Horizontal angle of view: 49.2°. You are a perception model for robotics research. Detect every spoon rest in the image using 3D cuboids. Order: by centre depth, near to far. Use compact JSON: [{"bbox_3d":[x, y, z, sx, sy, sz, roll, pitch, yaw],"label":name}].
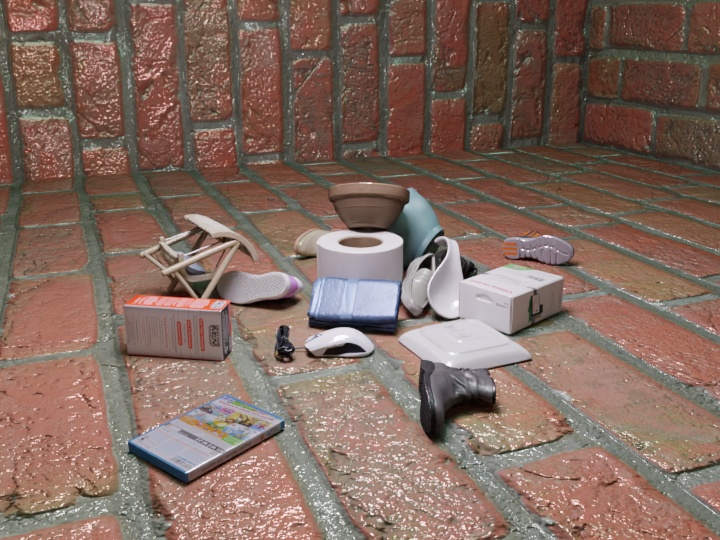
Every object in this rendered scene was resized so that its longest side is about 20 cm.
[{"bbox_3d":[0.189,0.011,1.724,0.097,0.205,0.061,16,-33,-21],"label":"spoon rest"}]

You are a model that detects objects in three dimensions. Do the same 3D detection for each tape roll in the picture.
[{"bbox_3d":[0.000,0.000,1.784,0.196,0.143,0.203,-1,17,0],"label":"tape roll"}]

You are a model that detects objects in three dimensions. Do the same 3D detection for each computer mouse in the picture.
[{"bbox_3d":[-0.070,0.134,1.522,0.194,0.045,0.110,-1,16,-2],"label":"computer mouse"}]

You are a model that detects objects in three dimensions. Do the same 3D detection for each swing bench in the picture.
[{"bbox_3d":[-0.365,-0.035,1.779,0.200,0.131,0.198,-43,31,-15],"label":"swing bench"}]

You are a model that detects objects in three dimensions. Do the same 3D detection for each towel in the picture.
[{"bbox_3d":[-0.010,0.069,1.649,0.194,0.049,0.114,2,56,16],"label":"towel"}]

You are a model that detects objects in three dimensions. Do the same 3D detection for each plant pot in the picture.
[{"bbox_3d":[0.020,-0.144,1.867,0.195,0.096,0.201,1,-5,0],"label":"plant pot"},{"bbox_3d":[0.133,-0.091,2.031,0.133,0.204,0.199,34,29,17],"label":"plant pot"}]

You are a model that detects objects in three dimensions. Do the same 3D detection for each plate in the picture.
[{"bbox_3d":[0.199,0.139,1.526,0.195,0.033,0.199,-9,19,-23],"label":"plate"}]

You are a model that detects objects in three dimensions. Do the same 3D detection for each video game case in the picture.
[{"bbox_3d":[-0.232,0.250,1.200,0.141,0.018,0.198,13,22,37],"label":"video game case"}]

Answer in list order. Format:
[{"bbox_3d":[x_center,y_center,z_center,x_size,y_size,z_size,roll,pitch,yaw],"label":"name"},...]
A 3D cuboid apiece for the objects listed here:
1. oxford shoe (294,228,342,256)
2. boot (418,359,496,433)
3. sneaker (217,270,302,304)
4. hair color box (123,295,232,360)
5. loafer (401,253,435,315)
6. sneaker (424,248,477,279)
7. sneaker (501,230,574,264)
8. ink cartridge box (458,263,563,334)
[{"bbox_3d":[-0.093,-0.075,2.144,0.197,0.073,0.073,-16,26,-40],"label":"oxford shoe"},{"bbox_3d":[0.161,0.200,1.280,0.128,0.072,0.201,6,22,1],"label":"boot"},{"bbox_3d":[-0.226,0.042,1.806,0.195,0.075,0.114,2,-3,25],"label":"sneaker"},{"bbox_3d":[-0.348,0.109,1.507,0.194,0.104,0.061,4,17,9],"label":"hair color box"},{"bbox_3d":[0.134,0.026,1.759,0.070,0.070,0.202,39,30,-16],"label":"loafer"},{"bbox_3d":[0.207,0.005,1.896,0.112,0.078,0.199,29,-17,-16],"label":"sneaker"},{"bbox_3d":[0.486,-0.072,2.113,0.195,0.080,0.111,10,21,29],"label":"sneaker"},{"bbox_3d":[0.323,0.057,1.693,0.197,0.087,0.144,-16,23,-41],"label":"ink cartridge box"}]
